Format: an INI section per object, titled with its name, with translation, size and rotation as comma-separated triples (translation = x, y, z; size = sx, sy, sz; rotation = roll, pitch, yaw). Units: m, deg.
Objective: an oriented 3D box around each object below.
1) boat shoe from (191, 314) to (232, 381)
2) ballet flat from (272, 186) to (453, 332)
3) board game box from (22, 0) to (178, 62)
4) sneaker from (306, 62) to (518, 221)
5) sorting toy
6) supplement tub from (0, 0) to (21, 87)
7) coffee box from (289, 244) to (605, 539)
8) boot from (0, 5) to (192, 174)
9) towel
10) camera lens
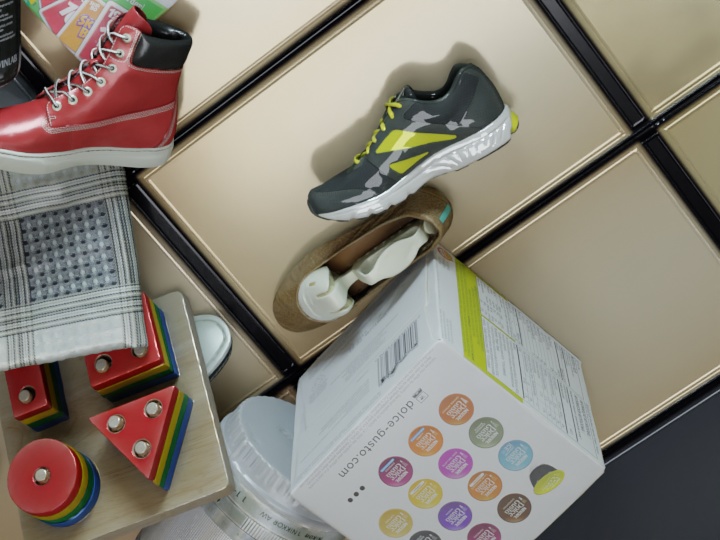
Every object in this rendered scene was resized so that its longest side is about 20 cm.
[boat shoe]
translation = -0.197, 0.117, 1.706
size = 0.199, 0.076, 0.060
rotation = -34, 149, 5
[ballet flat]
translation = 0.000, 0.000, 1.645
size = 0.199, 0.072, 0.068
rotation = -33, 110, 14
[board game box]
translation = -0.187, -0.265, 1.552
size = 0.200, 0.030, 0.096
rotation = -39, 109, 13
[sneaker]
translation = 0.036, -0.114, 1.602
size = 0.199, 0.075, 0.085
rotation = -28, 106, 2
[sorting toy]
translation = -0.235, 0.133, 1.638
size = 0.199, 0.200, 0.070
rotation = -21, 154, 9
[supplement tub]
translation = -0.340, -0.255, 1.503
size = 0.122, 0.123, 0.201
rotation = 4, 114, -2
[coffee box]
translation = 0.075, 0.138, 1.638
size = 0.197, 0.200, 0.200
rotation = 38, 109, -16
[boot]
translation = -0.242, -0.158, 1.537
size = 0.199, 0.073, 0.145
rotation = -6, 129, -29
[towel]
translation = -0.296, -0.011, 1.614
size = 0.199, 0.035, 0.194
rotation = -9, 84, 5
[camera lens]
translation = -0.105, 0.239, 1.705
size = 0.159, 0.160, 0.200
rotation = 31, 111, -13
